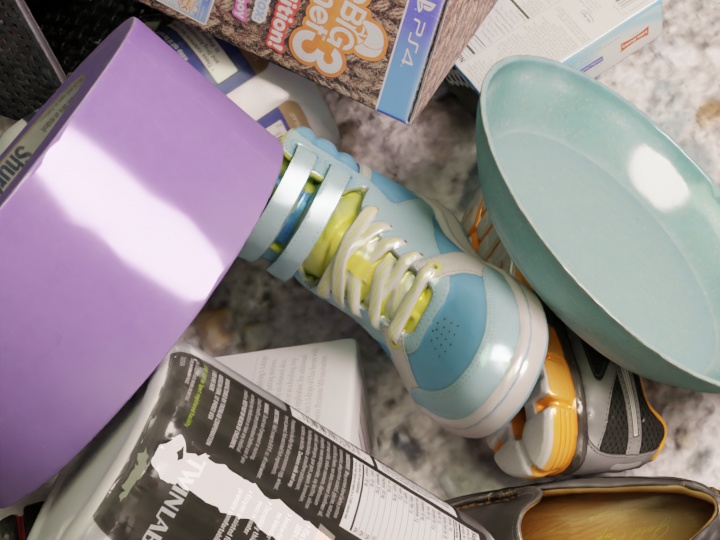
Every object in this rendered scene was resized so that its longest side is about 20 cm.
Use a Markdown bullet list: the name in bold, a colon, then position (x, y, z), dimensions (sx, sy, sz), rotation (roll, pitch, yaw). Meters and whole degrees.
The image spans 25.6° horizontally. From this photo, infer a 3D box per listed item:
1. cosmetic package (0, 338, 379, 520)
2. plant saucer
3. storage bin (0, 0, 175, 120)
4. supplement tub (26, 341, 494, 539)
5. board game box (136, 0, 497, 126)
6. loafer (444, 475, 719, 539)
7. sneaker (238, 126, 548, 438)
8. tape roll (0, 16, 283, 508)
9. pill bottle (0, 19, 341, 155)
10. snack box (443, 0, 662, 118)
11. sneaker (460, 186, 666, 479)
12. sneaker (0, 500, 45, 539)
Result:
- **cosmetic package**: position (-0.094, 0.098, 0.749), dimensions (0.199, 0.072, 0.102), rotation (-8, 25, 7)
- **plant saucer**: position (0.123, -0.016, 0.754), dimensions (0.036, 0.199, 0.201), rotation (-46, 55, 32)
- **storage bin**: position (-0.175, -0.178, 0.859), dimensions (0.093, 0.200, 0.136), rotation (17, 67, 17)
- **supplement tub**: position (-0.026, 0.127, 0.637), dimensions (0.199, 0.122, 0.123), rotation (34, 68, -14)
- **board game box**: position (-0.024, -0.188, 0.797), dimensions (0.199, 0.097, 0.160), rotation (26, 42, 8)
- **loafer**: position (0.074, 0.126, 0.725), dimensions (0.199, 0.072, 0.073), rotation (-13, 62, 4)
- **sneaker**: position (0.000, 0.000, 0.733), dimensions (0.080, 0.130, 0.200), rotation (-58, 25, 9)
- **tape roll**: position (-0.128, -0.005, 0.675), dimensions (0.085, 0.200, 0.200), rotation (40, 71, -15)
- **pill bottle**: position (-0.119, -0.051, 0.833), dimensions (0.199, 0.111, 0.111), rotation (-34, 62, -9)
- **snack box**: position (0.066, -0.178, 0.908), dimensions (0.116, 0.037, 0.200), rotation (-32, 62, -9)
- **sneaker**: position (0.096, 0.019, 0.785), dimensions (0.077, 0.078, 0.201), rotation (10, 50, -20)
- **sneaker**: position (-0.165, 0.150, 0.695), dimensions (0.199, 0.087, 0.074), rotation (-2, 64, -9)
